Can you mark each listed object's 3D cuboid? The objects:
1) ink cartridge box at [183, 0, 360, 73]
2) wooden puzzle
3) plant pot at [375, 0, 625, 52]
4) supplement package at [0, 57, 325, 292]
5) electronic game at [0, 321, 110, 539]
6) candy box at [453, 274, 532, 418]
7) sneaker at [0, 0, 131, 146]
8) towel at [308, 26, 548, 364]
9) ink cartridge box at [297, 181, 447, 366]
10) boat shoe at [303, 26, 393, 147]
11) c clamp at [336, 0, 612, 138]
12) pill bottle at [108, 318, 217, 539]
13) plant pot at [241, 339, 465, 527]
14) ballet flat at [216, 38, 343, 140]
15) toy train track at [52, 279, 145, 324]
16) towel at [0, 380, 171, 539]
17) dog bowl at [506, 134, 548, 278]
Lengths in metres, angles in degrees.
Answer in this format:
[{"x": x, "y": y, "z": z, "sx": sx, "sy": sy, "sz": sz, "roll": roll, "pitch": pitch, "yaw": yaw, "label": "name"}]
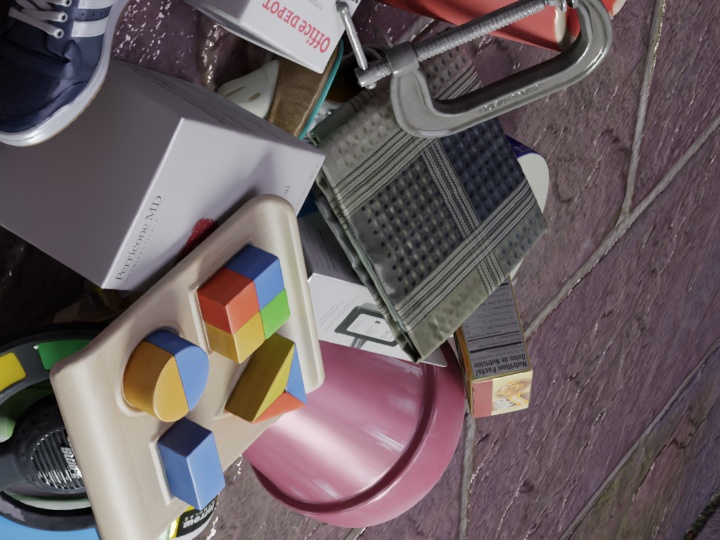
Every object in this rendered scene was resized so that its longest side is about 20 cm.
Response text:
[{"x": -0.037, "y": -0.250, "z": 1.254, "sx": 0.200, "sy": 0.086, "sz": 0.148, "roll": -63, "pitch": 157, "yaw": 2, "label": "ink cartridge box"}, {"x": -0.098, "y": 0.074, "z": 1.215, "sx": 0.200, "sy": 0.046, "sz": 0.185, "roll": -40, "pitch": 141, "yaw": -30, "label": "wooden puzzle"}, {"x": 0.115, "y": -0.265, "z": 1.431, "sx": 0.200, "sy": 0.177, "sz": 0.201, "roll": -45, "pitch": 152, "yaw": -31, "label": "plant pot"}, {"x": -0.135, "y": -0.060, "z": 1.224, "sx": 0.121, "sy": 0.120, "sz": 0.200, "roll": -63, "pitch": 156, "yaw": 9, "label": "supplement package"}, {"x": -0.198, "y": 0.119, "z": 1.269, "sx": 0.200, "sy": 0.042, "sz": 0.200, "roll": -6, "pitch": 124, "yaw": -9, "label": "electronic game"}, {"x": 0.098, "y": 0.013, "z": 1.580, "sx": 0.055, "sy": 0.200, "sz": 0.115, "roll": -12, "pitch": 161, "yaw": 0, "label": "candy box"}, {"x": -0.171, "y": -0.176, "z": 1.078, "sx": 0.200, "sy": 0.070, "sz": 0.109, "roll": -61, "pitch": 163, "yaw": -16, "label": "sneaker"}, {"x": 0.050, "y": -0.058, "z": 1.427, "sx": 0.200, "sy": 0.035, "sz": 0.193, "roll": -43, "pitch": 115, "yaw": -38, "label": "towel"}, {"x": 0.000, "y": 0.000, "z": 1.469, "sx": 0.200, "sy": 0.116, "sz": 0.068, "roll": 15, "pitch": 129, "yaw": -42, "label": "ink cartridge box"}, {"x": 0.009, "y": -0.150, "z": 1.471, "sx": 0.202, "sy": 0.075, "sz": 0.086, "roll": -18, "pitch": 150, "yaw": -49, "label": "boat shoe"}, {"x": 0.090, "y": -0.159, "z": 1.340, "sx": 0.200, "sy": 0.027, "sz": 0.171, "roll": -20, "pitch": 145, "yaw": -5, "label": "c clamp"}, {"x": -0.157, "y": 0.137, "z": 1.414, "sx": 0.112, "sy": 0.112, "sz": 0.200, "roll": -33, "pitch": 146, "yaw": -47, "label": "pill bottle"}, {"x": -0.040, "y": 0.096, "z": 1.537, "sx": 0.179, "sy": 0.200, "sz": 0.200, "roll": 32, "pitch": 87, "yaw": -51, "label": "plant pot"}, {"x": -0.082, "y": -0.094, "z": 1.367, "sx": 0.200, "sy": 0.072, "sz": 0.068, "roll": -64, "pitch": -160, "yaw": 19, "label": "ballet flat"}, {"x": -0.165, "y": 0.010, "z": 1.341, "sx": 0.115, "sy": 0.033, "sz": 0.200, "roll": -26, "pitch": 180, "yaw": 24, "label": "toy train track"}, {"x": -0.208, "y": 0.160, "z": 1.343, "sx": 0.031, "sy": 0.149, "sz": 0.200, "roll": -106, "pitch": -156, "yaw": -55, "label": "towel"}, {"x": 0.094, "y": -0.040, "z": 1.772, "sx": 0.200, "sy": 0.079, "sz": 0.200, "roll": -46, "pitch": 153, "yaw": -31, "label": "dog bowl"}]
